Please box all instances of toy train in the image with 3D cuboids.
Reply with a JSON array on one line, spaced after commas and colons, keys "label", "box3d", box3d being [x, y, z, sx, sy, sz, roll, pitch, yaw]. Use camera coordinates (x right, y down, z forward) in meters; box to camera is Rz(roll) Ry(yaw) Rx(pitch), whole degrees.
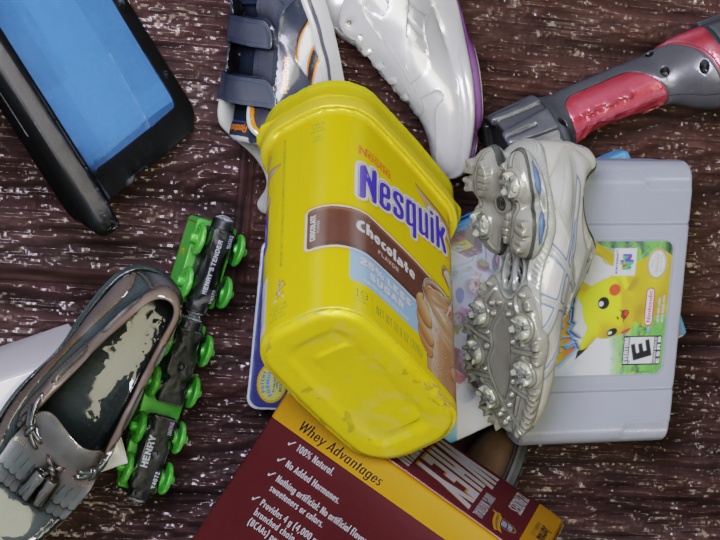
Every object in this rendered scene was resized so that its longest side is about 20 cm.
[{"label": "toy train", "box3d": [-0.125, 0.057, 1.437, 0.042, 0.056, 0.201, 17, 92, -22]}]

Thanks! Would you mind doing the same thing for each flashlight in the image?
[{"label": "flashlight", "box3d": [0.187, -0.117, 1.493, 0.200, 0.068, 0.068, -24, 85, -14]}]

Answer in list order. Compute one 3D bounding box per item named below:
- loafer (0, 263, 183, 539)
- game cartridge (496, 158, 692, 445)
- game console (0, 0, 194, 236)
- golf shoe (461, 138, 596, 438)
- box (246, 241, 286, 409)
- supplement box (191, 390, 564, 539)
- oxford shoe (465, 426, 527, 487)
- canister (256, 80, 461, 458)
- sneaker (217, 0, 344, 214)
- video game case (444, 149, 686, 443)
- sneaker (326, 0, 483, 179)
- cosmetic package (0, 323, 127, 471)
[{"label": "loafer", "box3d": [-0.174, 0.086, 1.312, 0.072, 0.063, 0.200, 32, 88, -17]}, {"label": "game cartridge", "box3d": [0.157, 0.023, 1.470, 0.133, 0.040, 0.201, 0, 102, -17]}, {"label": "game console", "box3d": [-0.181, -0.140, 1.331, 0.116, 0.176, 0.200, -34, 105, -9]}, {"label": "golf shoe", "box3d": [0.122, 0.011, 1.399, 0.097, 0.078, 0.201, -13, 115, -36]}, {"label": "box", "box3d": [0.019, 0.040, 1.486, 0.199, 0.032, 0.122, 4, 96, -19]}, {"label": "supplement box", "box3d": [-0.007, 0.201, 1.395, 0.197, 0.133, 0.200, 35, 101, 6]}, {"label": "oxford shoe", "box3d": [0.035, 0.175, 1.489, 0.200, 0.073, 0.084, -46, 104, -6]}, {"label": "canister", "box3d": [0.000, 0.000, 1.330, 0.086, 0.200, 0.149, -26, 130, 23]}, {"label": "sneaker", "box3d": [-0.057, -0.131, 1.419, 0.079, 0.078, 0.201, -20, 104, -18]}, {"label": "video game case", "box3d": [0.119, 0.018, 1.489, 0.200, 0.018, 0.143, -23, 104, -14]}, {"label": "sneaker", "box3d": [0.027, -0.157, 1.453, 0.099, 0.075, 0.201, -14, 97, 0]}, {"label": "cosmetic package", "box3d": [-0.262, 0.109, 1.379, 0.200, 0.108, 0.085, -17, 102, -11]}]
